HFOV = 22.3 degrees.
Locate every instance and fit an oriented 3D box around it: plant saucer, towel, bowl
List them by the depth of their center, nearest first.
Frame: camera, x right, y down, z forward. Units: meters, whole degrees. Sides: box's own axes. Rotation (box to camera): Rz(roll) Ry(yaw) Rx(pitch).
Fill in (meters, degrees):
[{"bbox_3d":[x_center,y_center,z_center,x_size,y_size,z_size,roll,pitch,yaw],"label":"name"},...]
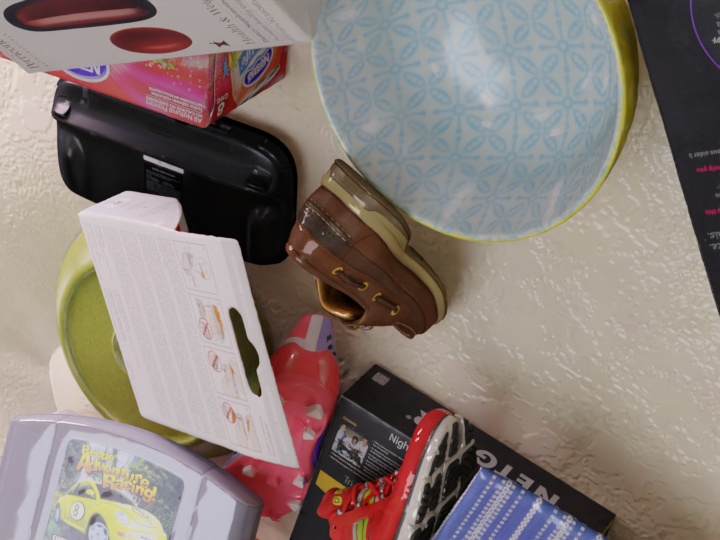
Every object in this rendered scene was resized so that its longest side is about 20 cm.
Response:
[{"bbox_3d":[0.081,-0.129,1.053,0.199,0.108,0.202,14,121,26],"label":"bowl"},{"bbox_3d":[0.127,0.225,1.145,0.199,0.024,0.145,31,120,1],"label":"towel"},{"bbox_3d":[-0.153,0.057,1.353,0.199,0.031,0.201,15,120,26],"label":"plant saucer"}]

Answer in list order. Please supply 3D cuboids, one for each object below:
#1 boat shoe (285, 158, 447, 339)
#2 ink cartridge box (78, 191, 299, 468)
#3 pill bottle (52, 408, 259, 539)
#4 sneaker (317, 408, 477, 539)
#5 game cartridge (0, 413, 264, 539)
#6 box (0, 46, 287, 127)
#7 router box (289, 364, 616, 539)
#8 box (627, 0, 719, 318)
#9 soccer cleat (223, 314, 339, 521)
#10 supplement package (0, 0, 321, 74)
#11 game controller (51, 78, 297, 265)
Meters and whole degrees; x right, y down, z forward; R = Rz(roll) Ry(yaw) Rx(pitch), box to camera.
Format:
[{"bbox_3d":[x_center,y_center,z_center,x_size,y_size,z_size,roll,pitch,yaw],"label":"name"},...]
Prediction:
[{"bbox_3d":[0.000,0.000,1.136,0.072,0.068,0.200,42,175,25],"label":"boat shoe"},{"bbox_3d":[-0.103,0.035,1.218,0.199,0.047,0.161,10,120,52],"label":"ink cartridge box"},{"bbox_3d":[-0.174,0.201,1.387,0.199,0.114,0.115,36,128,12],"label":"pill bottle"},{"bbox_3d":[0.012,0.164,1.206,0.085,0.077,0.201,35,126,20],"label":"sneaker"},{"bbox_3d":[-0.173,0.179,1.308,0.199,0.041,0.134,17,94,15],"label":"game cartridge"},{"bbox_3d":[-0.152,-0.176,1.186,0.199,0.100,0.096,20,123,23],"label":"box"},{"bbox_3d":[0.057,0.183,1.266,0.199,0.052,0.158,32,127,16],"label":"router box"},{"bbox_3d":[0.239,-0.082,0.976,0.122,0.106,0.201,-6,111,37],"label":"box"},{"bbox_3d":[-0.053,0.110,1.302,0.066,0.077,0.200,18,143,-1],"label":"soccer cleat"},{"bbox_3d":[-0.143,-0.222,1.003,0.199,0.148,0.191,-3,156,29],"label":"supplement package"},{"bbox_3d":[-0.131,-0.071,1.273,0.199,0.042,0.105,21,137,23],"label":"game controller"}]
